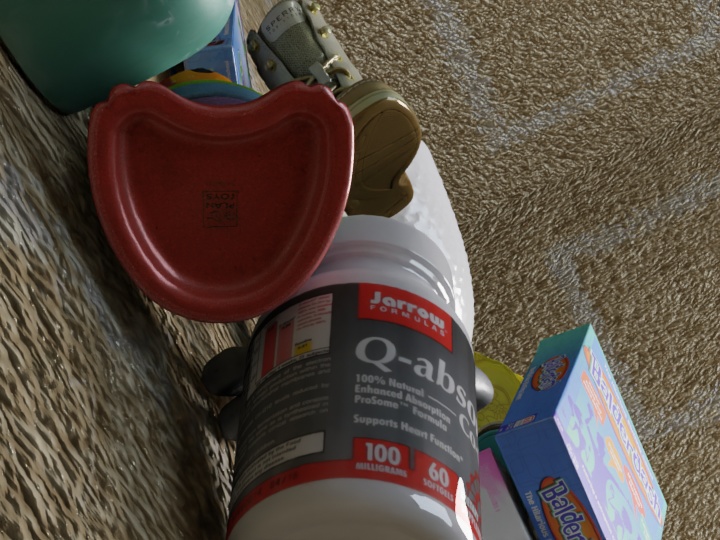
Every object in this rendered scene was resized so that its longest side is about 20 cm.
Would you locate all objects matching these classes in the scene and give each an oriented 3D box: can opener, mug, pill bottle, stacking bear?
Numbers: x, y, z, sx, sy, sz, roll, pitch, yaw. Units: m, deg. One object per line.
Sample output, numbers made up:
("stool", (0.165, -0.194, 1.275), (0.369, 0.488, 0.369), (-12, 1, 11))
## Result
("can opener", (-0.005, 0.063, 0.924), (0.199, 0.066, 0.053), (3, 56, -50))
("mug", (0.000, 0.000, 1.263), (0.200, 0.147, 0.176), (19, 46, -57))
("mug", (-0.135, -0.186, 0.828), (0.152, 0.114, 0.186), (32, 34, -80))
("pill bottle", (-0.001, 0.072, 0.788), (0.201, 0.115, 0.116), (-88, 156, -48))
("stacking bear", (-0.080, -0.051, 0.841), (0.200, 0.120, 0.115), (-127, -143, -73))

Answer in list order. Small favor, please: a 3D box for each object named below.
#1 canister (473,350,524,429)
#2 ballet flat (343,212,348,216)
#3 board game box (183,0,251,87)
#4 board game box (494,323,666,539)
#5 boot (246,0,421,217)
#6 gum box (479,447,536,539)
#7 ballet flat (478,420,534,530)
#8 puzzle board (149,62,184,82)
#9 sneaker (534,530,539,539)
("canister", (0.083, 0.166, 1.275), (0.086, 0.149, 0.200), (22, -18, 23))
("ballet flat", (-0.029, -0.016, 1.001), (0.200, 0.068, 0.068), (-127, -156, -67))
("board game box", (-0.088, -0.096, 1.096), (0.200, 0.036, 0.152), (-103, -174, -70))
("board game box", (0.155, 0.138, 1.117), (0.153, 0.045, 0.200), (66, 19, -9))
("boot", (-0.023, -0.123, 1.130), (0.155, 0.072, 0.200), (61, -5, 15))
("gum box", (0.073, 0.229, 1.031), (0.066, 0.113, 0.201), (55, 11, -62))
("ballet flat", (0.086, 0.198, 1.142), (0.069, 0.069, 0.201), (-76, 180, -82))
("puzzle board", (-0.131, -0.155, 1.005), (0.151, 0.017, 0.201), (66, 17, -65))
("sneaker", (0.122, 0.237, 1.229), (0.075, 0.201, 0.081), (24, -16, 11))
